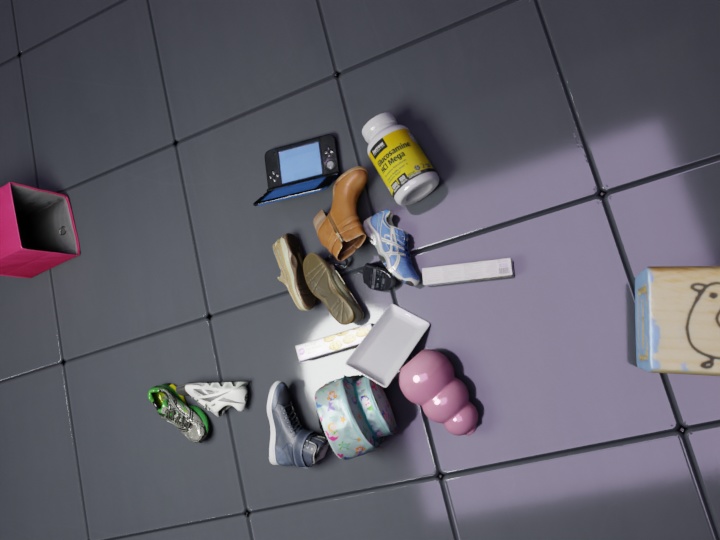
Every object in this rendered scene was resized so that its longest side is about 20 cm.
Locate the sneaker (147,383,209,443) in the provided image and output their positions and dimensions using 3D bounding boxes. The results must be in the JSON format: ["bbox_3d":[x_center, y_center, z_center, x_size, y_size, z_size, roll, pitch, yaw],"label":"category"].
[{"bbox_3d":[-0.468,0.369,1.483,0.200,0.085,0.078,36,96,19],"label":"sneaker"}]

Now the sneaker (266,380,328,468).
[{"bbox_3d":[-0.144,0.362,1.367,0.146,0.077,0.203,-1,93,30],"label":"sneaker"}]

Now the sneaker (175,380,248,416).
[{"bbox_3d":[-0.377,0.322,1.462,0.200,0.074,0.089,-4,81,19],"label":"sneaker"}]

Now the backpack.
[{"bbox_3d":[-0.013,0.314,1.269,0.150,0.200,0.178,-26,75,14],"label":"backpack"}]

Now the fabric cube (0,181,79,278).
[{"bbox_3d":[-0.958,-0.106,1.648,0.199,0.200,0.196,-22,78,18],"label":"fabric cube"}]

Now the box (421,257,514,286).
[{"bbox_3d":[0.239,0.004,1.300,0.200,0.039,0.041,-8,80,18],"label":"box"}]

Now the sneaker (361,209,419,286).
[{"bbox_3d":[0.080,-0.053,1.342,0.077,0.076,0.200,-37,75,17],"label":"sneaker"}]

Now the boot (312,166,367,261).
[{"bbox_3d":[-0.023,-0.130,1.361,0.200,0.074,0.155,-55,42,20],"label":"boot"}]

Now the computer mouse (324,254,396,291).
[{"bbox_3d":[0.000,0.000,1.393,0.200,0.034,0.059,20,116,25],"label":"computer mouse"}]

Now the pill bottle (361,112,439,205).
[{"bbox_3d":[0.086,-0.259,1.344,0.112,0.112,0.200,-33,74,13],"label":"pill bottle"}]

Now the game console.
[{"bbox_3d":[-0.161,-0.247,1.426,0.200,0.118,0.171,-11,81,17],"label":"game console"}]

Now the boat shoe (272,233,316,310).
[{"bbox_3d":[-0.168,0.012,1.435,0.076,0.072,0.200,-28,68,29],"label":"boat shoe"}]

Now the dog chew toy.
[{"bbox_3d":[0.175,0.268,1.255,0.125,0.125,0.200,-43,80,10],"label":"dog chew toy"}]

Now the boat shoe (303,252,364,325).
[{"bbox_3d":[-0.065,0.042,1.393,0.073,0.063,0.201,-49,68,25],"label":"boat shoe"}]

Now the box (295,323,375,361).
[{"bbox_3d":[-0.054,0.170,1.376,0.200,0.039,0.041,-17,79,17],"label":"box"}]

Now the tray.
[{"bbox_3d":[0.063,0.167,1.301,0.107,0.022,0.200,27,54,20],"label":"tray"}]

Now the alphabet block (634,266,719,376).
[{"bbox_3d":[0.625,0.094,1.073,0.200,0.196,0.196,-1,85,19],"label":"alphabet block"}]
